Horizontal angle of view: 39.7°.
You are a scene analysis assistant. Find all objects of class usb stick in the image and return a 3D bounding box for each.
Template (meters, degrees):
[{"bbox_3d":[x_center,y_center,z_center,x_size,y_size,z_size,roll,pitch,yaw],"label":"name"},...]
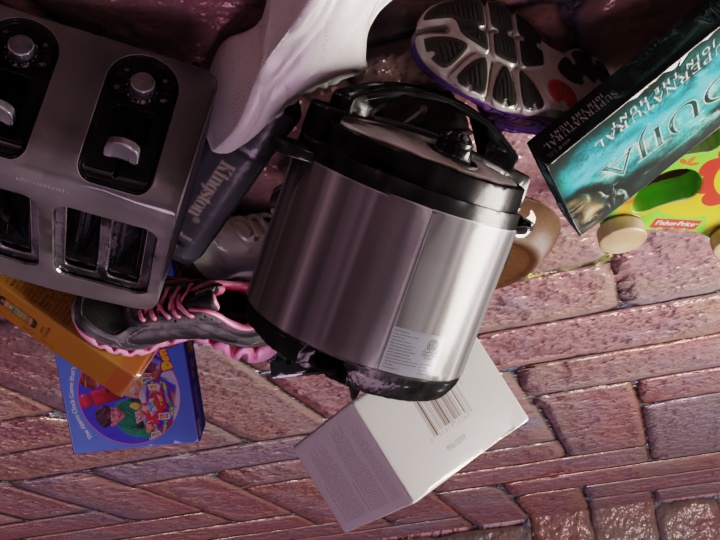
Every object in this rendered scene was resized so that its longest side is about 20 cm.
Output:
[{"bbox_3d":[-0.114,-0.078,0.811,0.055,0.033,0.200,24,131,-21],"label":"usb stick"}]

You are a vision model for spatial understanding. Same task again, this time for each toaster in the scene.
[{"bbox_3d":[-0.210,-0.073,0.712,0.178,0.120,0.200,17,151,-9],"label":"toaster"}]

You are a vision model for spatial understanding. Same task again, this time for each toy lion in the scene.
[{"bbox_3d":[0.331,-0.089,0.910,0.197,0.070,0.192,1,148,-13],"label":"toy lion"}]

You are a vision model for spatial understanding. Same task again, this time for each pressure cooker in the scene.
[{"bbox_3d":[0.025,-0.029,0.712,0.177,0.203,0.175,24,-167,22],"label":"pressure cooker"}]

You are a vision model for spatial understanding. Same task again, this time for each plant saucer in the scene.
[{"bbox_3d":[0.115,-0.017,1.049,0.197,0.037,0.201,-5,155,-2],"label":"plant saucer"}]

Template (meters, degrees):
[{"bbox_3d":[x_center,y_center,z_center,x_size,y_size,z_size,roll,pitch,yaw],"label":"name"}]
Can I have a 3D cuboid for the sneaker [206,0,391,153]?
[{"bbox_3d":[-0.040,-0.143,0.686,0.087,0.076,0.200,4,150,-35],"label":"sneaker"}]

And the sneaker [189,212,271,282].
[{"bbox_3d":[-0.102,-0.028,0.961,0.087,0.075,0.199,-35,149,21],"label":"sneaker"}]

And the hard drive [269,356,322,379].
[{"bbox_3d":[-0.001,0.071,1.125,0.197,0.033,0.140,-6,-160,0],"label":"hard drive"}]

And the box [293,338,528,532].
[{"bbox_3d":[0.043,0.162,0.986,0.151,0.107,0.200,-30,171,-27],"label":"box"}]

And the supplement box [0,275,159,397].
[{"bbox_3d":[-0.281,0.030,0.928,0.199,0.069,0.066,35,145,-11],"label":"supplement box"}]

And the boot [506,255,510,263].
[{"bbox_3d":[0.050,0.047,0.944,0.162,0.073,0.199,-39,171,-36],"label":"boot"}]

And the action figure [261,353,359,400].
[{"bbox_3d":[-0.086,0.066,0.993,0.198,0.055,0.118,27,180,-3],"label":"action figure"}]

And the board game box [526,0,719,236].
[{"bbox_3d":[0.224,-0.120,0.746,0.199,0.028,0.135,-39,150,6],"label":"board game box"}]

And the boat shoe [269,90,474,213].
[{"bbox_3d":[0.004,-0.096,0.841,0.198,0.058,0.067,-15,-179,29],"label":"boat shoe"}]

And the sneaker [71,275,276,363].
[{"bbox_3d":[-0.156,0.032,0.889,0.197,0.080,0.095,3,159,-15],"label":"sneaker"}]

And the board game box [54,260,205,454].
[{"bbox_3d":[-0.239,0.079,1.010,0.132,0.203,0.045,-5,-165,1],"label":"board game box"}]

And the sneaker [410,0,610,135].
[{"bbox_3d":[0.107,-0.132,0.742,0.198,0.082,0.083,15,155,-39],"label":"sneaker"}]
